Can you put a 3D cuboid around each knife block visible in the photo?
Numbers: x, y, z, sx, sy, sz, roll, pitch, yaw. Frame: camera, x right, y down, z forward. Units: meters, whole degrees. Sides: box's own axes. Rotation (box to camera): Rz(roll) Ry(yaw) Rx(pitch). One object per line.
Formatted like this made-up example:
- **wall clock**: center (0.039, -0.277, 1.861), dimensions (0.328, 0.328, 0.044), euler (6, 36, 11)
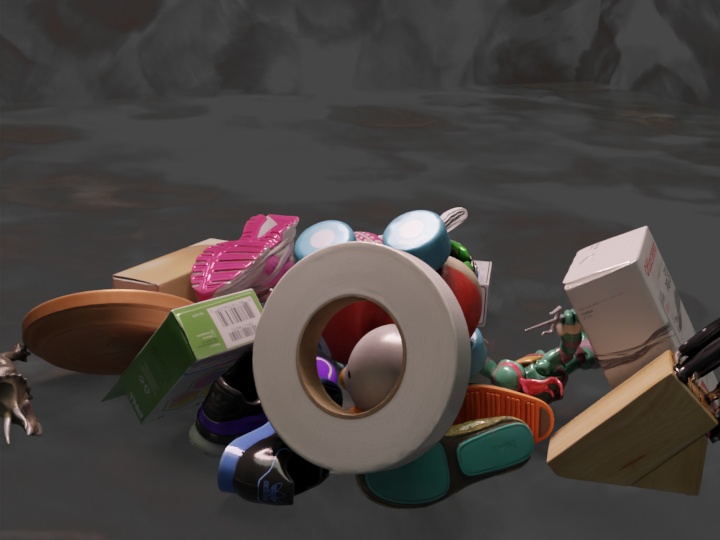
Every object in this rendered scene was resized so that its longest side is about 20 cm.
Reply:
- **knife block**: center (0.286, 0.119, 1.154), dimensions (0.199, 0.177, 0.064), euler (6, 16, 11)

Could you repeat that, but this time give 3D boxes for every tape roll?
- **tape roll**: center (-0.002, 0.076, 1.052), dimensions (0.202, 0.204, 0.037), euler (11, -2, 26)

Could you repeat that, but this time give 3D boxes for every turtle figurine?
- **turtle figurine**: center (0.182, 0.098, 1.286), dimensions (0.149, 0.101, 0.200), euler (-10, -10, 32)

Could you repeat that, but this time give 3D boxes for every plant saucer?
- **plant saucer**: center (-0.259, 0.072, 1.289), dimensions (0.199, 0.033, 0.201), euler (-5, -24, -2)

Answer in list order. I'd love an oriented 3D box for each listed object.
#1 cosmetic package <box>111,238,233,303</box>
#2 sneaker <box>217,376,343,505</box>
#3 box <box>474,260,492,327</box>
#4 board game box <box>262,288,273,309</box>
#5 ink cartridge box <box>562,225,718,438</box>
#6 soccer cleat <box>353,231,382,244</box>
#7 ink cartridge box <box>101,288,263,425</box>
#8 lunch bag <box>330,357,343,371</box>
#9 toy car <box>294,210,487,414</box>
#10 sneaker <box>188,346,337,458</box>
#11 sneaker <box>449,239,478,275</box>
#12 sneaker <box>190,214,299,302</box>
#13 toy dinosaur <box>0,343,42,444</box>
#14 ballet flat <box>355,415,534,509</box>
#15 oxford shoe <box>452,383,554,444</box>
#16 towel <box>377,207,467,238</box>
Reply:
- **cosmetic package**: center (-0.212, 0.034, 1.473), dimensions (0.071, 0.106, 0.200), euler (9, 19, 26)
- **sneaker**: center (-0.053, 0.165, 1.145), dimensions (0.077, 0.071, 0.200), euler (13, 27, 23)
- **box**: center (0.075, 0.022, 1.630), dimensions (0.199, 0.061, 0.117), euler (5, 17, 8)
- **board game box**: center (-0.110, 0.056, 1.389), dimensions (0.157, 0.039, 0.200), euler (-18, 18, 22)
- **ink cartridge box**: center (0.296, 0.071, 1.256), dimensions (0.082, 0.201, 0.147), euler (-23, 8, 22)
- **soccer cleat**: center (0.000, 0.000, 1.393), dimensions (0.086, 0.070, 0.200), euler (8, 17, -28)
- **ink cartridge box**: center (-0.180, 0.102, 1.247), dimensions (0.103, 0.200, 0.060), euler (-16, 69, -42)
- **lunch bag**: center (0.037, 0.067, 1.453), dimensions (0.159, 0.078, 0.200), euler (1, 17, -12)
- **toy car**: center (0.020, 0.080, 1.130), dimensions (0.176, 0.185, 0.201), euler (-5, 43, 19)
- **sneaker**: center (-0.082, 0.114, 1.217), dimensions (0.069, 0.100, 0.200), euler (33, 32, 25)
- **sneaker**: center (0.106, 0.003, 1.402), dimensions (0.077, 0.086, 0.200), euler (8, 13, -8)
- **sneaker**: center (-0.131, 0.004, 1.457), dimensions (0.081, 0.089, 0.200), euler (6, 26, 28)
- **toy dinosaur**: center (-0.401, 0.112, 1.236), dimensions (0.199, 0.078, 0.102), euler (12, 5, 14)
- **ballet flat**: center (0.072, 0.179, 1.130), dimensions (0.199, 0.071, 0.071), euler (-10, 21, -30)
- **oxford shoe**: center (0.098, 0.140, 1.238), dimensions (0.199, 0.072, 0.073), euler (4, 13, 6)
- **towel**: center (0.029, -0.032, 1.550), dimensions (0.199, 0.024, 0.147), euler (-15, 12, 42)
